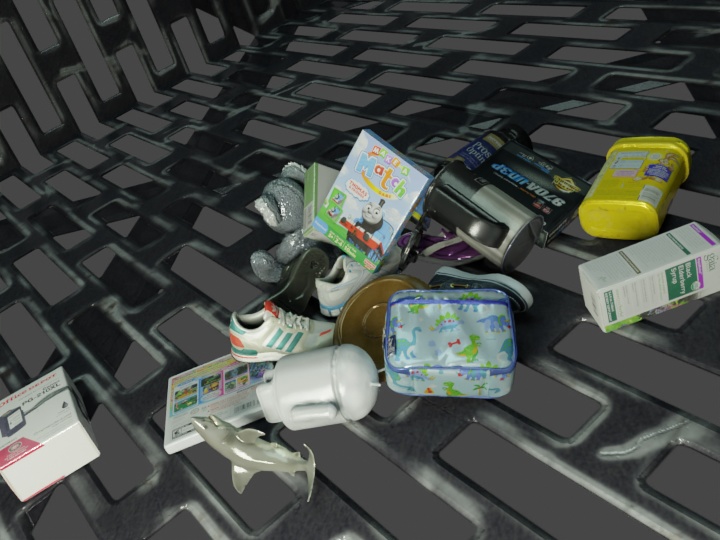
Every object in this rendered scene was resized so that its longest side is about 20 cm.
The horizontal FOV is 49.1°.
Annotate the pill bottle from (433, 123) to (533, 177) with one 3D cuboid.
[{"bbox_3d":[0.253,-0.214,1.602,0.198,0.113,0.111,-35,34,-21],"label":"pill bottle"}]

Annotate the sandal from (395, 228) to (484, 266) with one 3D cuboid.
[{"bbox_3d":[0.149,-0.051,1.476,0.199,0.050,0.083,3,41,31],"label":"sandal"}]

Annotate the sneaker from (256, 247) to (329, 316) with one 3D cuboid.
[{"bbox_3d":[-0.135,0.050,1.480,0.201,0.076,0.114,-57,7,-12],"label":"sneaker"}]

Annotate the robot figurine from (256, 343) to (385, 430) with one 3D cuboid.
[{"bbox_3d":[-0.056,0.176,1.194,0.196,0.115,0.170,-12,24,16],"label":"robot figurine"}]

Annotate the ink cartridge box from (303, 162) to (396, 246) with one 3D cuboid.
[{"bbox_3d":[-0.015,-0.115,1.547,0.048,0.197,0.148,-35,47,49],"label":"ink cartridge box"}]

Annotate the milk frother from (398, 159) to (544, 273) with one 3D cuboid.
[{"bbox_3d":[0.181,-0.054,1.379,0.187,0.203,0.179,38,38,27],"label":"milk frother"}]

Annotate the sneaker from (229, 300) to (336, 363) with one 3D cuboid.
[{"bbox_3d":[-0.130,0.099,1.348,0.195,0.095,0.071,-5,30,0],"label":"sneaker"}]

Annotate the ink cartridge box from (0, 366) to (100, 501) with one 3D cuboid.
[{"bbox_3d":[-0.548,0.276,1.364,0.143,0.086,0.200,-30,33,-15],"label":"ink cartridge box"}]

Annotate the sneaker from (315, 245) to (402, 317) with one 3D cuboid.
[{"bbox_3d":[0.000,0.000,1.456,0.199,0.088,0.074,-35,32,-24],"label":"sneaker"}]

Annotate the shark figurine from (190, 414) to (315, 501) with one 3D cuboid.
[{"bbox_3d":[-0.145,0.284,1.146,0.210,0.129,0.091,16,69,20],"label":"shark figurine"}]

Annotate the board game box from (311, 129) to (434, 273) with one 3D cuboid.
[{"bbox_3d":[0.019,-0.121,1.395,0.150,0.202,0.036,37,22,16],"label":"board game box"}]

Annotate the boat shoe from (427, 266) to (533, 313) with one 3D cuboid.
[{"bbox_3d":[0.182,0.056,1.289,0.198,0.071,0.091,10,50,46],"label":"boat shoe"}]

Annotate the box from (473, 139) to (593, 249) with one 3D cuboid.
[{"bbox_3d":[0.309,-0.147,1.464,0.158,0.046,0.199,-38,59,-26],"label":"box"}]

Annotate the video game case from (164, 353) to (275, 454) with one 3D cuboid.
[{"bbox_3d":[-0.236,0.209,1.339,0.196,0.024,0.183,-21,31,1],"label":"video game case"}]

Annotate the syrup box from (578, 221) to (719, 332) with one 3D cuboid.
[{"bbox_3d":[0.438,0.009,1.186,0.196,0.080,0.082,-20,31,2],"label":"syrup box"}]

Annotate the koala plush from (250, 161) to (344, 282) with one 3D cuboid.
[{"bbox_3d":[-0.134,-0.099,1.573,0.181,0.203,0.178,5,39,35],"label":"koala plush"}]

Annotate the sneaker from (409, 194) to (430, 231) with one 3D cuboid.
[{"bbox_3d":[0.117,-0.127,1.515,0.079,0.065,0.200,-59,-6,0],"label":"sneaker"}]

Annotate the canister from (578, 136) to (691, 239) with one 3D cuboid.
[{"bbox_3d":[0.482,-0.145,1.389,0.146,0.088,0.201,6,42,37],"label":"canister"}]

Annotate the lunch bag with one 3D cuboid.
[{"bbox_3d":[0.131,0.102,1.172,0.195,0.083,0.163,1,48,7],"label":"lunch bag"}]

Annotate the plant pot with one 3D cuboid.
[{"bbox_3d":[0.035,0.087,1.294,0.197,0.028,0.203,-18,49,21],"label":"plant pot"}]
